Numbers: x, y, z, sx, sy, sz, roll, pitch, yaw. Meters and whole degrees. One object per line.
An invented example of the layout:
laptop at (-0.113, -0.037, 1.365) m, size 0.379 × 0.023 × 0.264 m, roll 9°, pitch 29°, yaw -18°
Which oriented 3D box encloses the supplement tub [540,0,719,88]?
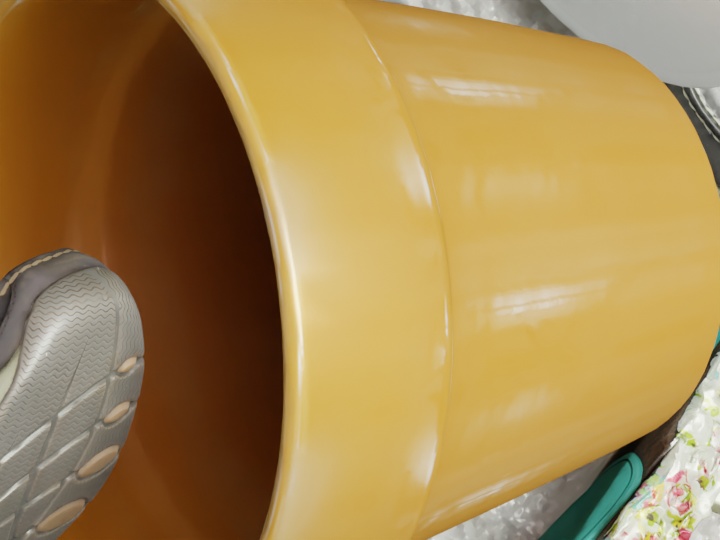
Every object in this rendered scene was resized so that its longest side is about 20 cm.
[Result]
supplement tub at (0.143, -0.167, 0.935) m, size 0.146 × 0.145 × 0.200 m, roll 48°, pitch 64°, yaw -4°

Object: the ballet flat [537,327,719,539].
ballet flat at (0.105, 0.073, 0.919) m, size 0.064 × 0.076 × 0.200 m, roll 40°, pitch 80°, yaw -3°

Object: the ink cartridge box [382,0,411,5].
ink cartridge box at (-0.001, -0.205, 0.864) m, size 0.047 × 0.201 × 0.161 m, roll 7°, pitch 52°, yaw 18°

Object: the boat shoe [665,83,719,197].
boat shoe at (0.185, -0.020, 0.972) m, size 0.201 × 0.066 × 0.072 m, roll 42°, pitch 72°, yaw -6°

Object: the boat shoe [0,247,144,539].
boat shoe at (-0.130, 0.065, 0.805) m, size 0.073 × 0.200 × 0.074 m, roll 45°, pitch 30°, yaw 20°

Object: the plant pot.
plant pot at (0.000, 0.000, 0.858) m, size 0.182 × 0.200 × 0.202 m, roll -8°, pitch 82°, yaw -34°
